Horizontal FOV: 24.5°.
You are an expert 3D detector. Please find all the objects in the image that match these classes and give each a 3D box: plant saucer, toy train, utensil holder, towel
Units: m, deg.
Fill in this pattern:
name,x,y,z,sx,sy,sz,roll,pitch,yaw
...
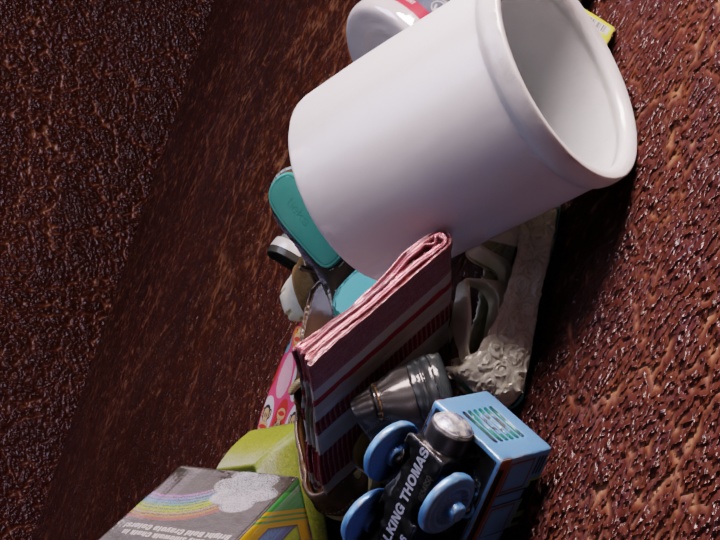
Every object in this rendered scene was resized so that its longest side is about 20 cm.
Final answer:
name,x,y,z,sx,sy,sz,roll,pitch,yaw
plant saucer,-0.079,0.237,1.434,0.199,0.047,0.203,157,106,-69
toy train,0.046,0.178,1.123,0.087,0.113,0.202,40,121,36
utensil holder,0.071,-0.102,1.193,0.199,0.170,0.171,-26,38,33
towel,0.012,0.070,1.204,0.144,0.023,0.201,-39,-27,-22

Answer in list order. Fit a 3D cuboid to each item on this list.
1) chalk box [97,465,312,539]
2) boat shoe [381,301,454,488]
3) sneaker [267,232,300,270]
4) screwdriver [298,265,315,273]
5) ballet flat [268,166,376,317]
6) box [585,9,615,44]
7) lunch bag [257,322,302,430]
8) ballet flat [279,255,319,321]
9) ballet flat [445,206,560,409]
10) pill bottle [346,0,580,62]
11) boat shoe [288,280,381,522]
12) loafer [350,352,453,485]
name,x,y,z,sx,sy,sz,roll,pitch,yaw
chalk box,-0.132,0.254,1.260,0.200,0.123,0.125,-41,-55,-51
boat shoe,0.016,0.105,1.382,0.073,0.063,0.203,19,86,38
sneaker,-0.016,-0.041,1.600,0.122,0.083,0.200,-62,-17,0
screwdriver,-0.003,0.008,1.434,0.029,0.199,0.028,0,84,35
ballet flat,0.000,0.000,1.328,0.201,0.072,0.072,58,139,17
box,0.129,-0.113,1.320,0.201,0.050,0.075,-61,-3,25
lunch bag,-0.038,0.141,1.518,0.178,0.081,0.200,-70,16,-5
ballet flat,-0.028,0.021,1.487,0.072,0.200,0.069,-19,79,19
ballet flat,0.106,0.008,1.242,0.072,0.071,0.202,-45,27,54
pill bottle,0.096,-0.214,1.349,0.199,0.120,0.119,-38,3,-24
boat shoe,-0.022,0.094,1.323,0.074,0.075,0.205,-19,63,25
loafer,0.027,0.127,1.219,0.201,0.071,0.073,87,168,-55
